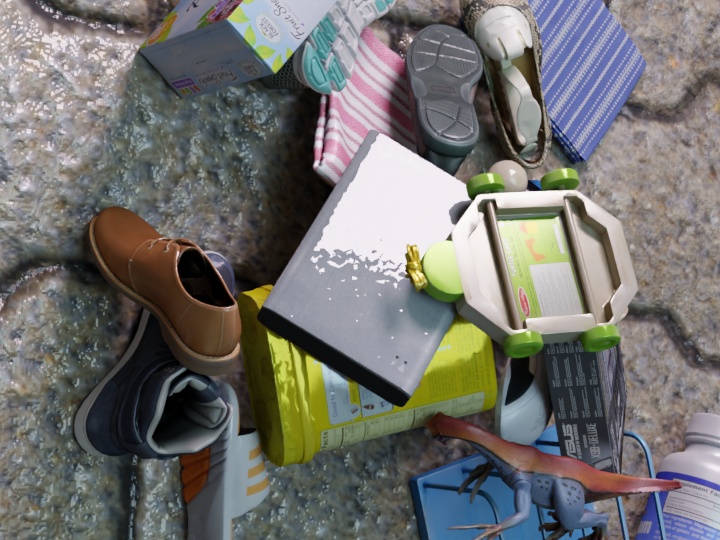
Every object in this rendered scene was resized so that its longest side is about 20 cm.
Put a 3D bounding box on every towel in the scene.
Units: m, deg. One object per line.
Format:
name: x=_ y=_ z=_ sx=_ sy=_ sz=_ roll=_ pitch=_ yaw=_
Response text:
towel: x=0.024 y=-0.123 z=1.705 sx=0.146 sy=0.030 sz=0.201 roll=34 pitch=42 yaw=-29
towel: x=0.190 y=-0.220 z=1.875 sx=0.200 sy=0.024 sz=0.145 roll=47 pitch=64 yaw=-26

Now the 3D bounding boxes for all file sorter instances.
file sorter: x=0.171 y=0.236 z=1.794 sx=0.199 sy=0.122 sz=0.140 roll=-16 pitch=99 yaw=-33

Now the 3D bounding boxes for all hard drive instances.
hard drive: x=0.021 y=-0.005 z=1.579 sx=0.139 sy=0.033 sz=0.201 roll=31 pitch=59 yaw=0

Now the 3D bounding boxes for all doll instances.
doll: x=0.185 y=-0.029 z=1.821 sx=0.048 sy=0.137 sz=0.200 roll=-31 pitch=119 yaw=16

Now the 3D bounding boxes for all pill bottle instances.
pill bottle: x=0.336 y=0.249 z=1.911 sx=0.112 sy=0.112 sz=0.201 roll=30 pitch=73 yaw=-30

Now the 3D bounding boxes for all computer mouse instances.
computer mouse: x=0.158 y=0.092 z=1.724 sx=0.200 sy=0.044 sz=0.110 roll=-70 pitch=158 yaw=-49

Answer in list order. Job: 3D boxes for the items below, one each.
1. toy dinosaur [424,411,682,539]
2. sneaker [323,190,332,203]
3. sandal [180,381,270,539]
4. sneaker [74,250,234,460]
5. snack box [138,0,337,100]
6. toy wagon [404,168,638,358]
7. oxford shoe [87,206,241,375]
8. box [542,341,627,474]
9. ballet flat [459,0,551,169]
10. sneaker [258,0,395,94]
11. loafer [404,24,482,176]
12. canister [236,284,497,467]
toy dinosaur: x=0.142 y=0.165 z=1.634 sx=0.200 sy=0.105 sz=0.182 roll=-37 pitch=122 yaw=-7
sneaker: x=0.000 y=0.000 z=1.708 sx=0.098 sy=0.071 sz=0.202 roll=26 pitch=74 yaw=-22
sandal: x=-0.112 y=0.195 z=1.638 sx=0.059 sy=0.079 sz=0.208 roll=-3 pitch=100 yaw=-34
sneaker: x=-0.137 y=0.070 z=1.577 sx=0.077 sy=0.146 sz=0.203 roll=40 pitch=67 yaw=-25
snack box: x=-0.073 y=-0.241 z=1.608 sx=0.068 sy=0.168 sz=0.200 roll=48 pitch=66 yaw=-20
toy wagon: x=0.126 y=-0.004 z=1.569 sx=0.199 sy=0.040 sz=0.156 roll=-4 pitch=66 yaw=-18
oxford shoe: x=-0.152 y=-0.003 z=1.544 sx=0.071 sy=0.200 sz=0.072 roll=-14 pitch=132 yaw=-37
box: x=0.200 y=0.077 z=1.711 sx=0.158 sy=0.049 sz=0.201 roll=-74 pitch=155 yaw=-55
ballet flat: x=0.142 y=-0.185 z=1.784 sx=0.067 sy=0.075 sz=0.201 roll=-17 pitch=115 yaw=0
sneaker: x=-0.035 y=-0.228 z=1.686 sx=0.078 sy=0.091 sz=0.200 roll=59 pitch=42 yaw=-30
loafer: x=0.068 y=-0.147 z=1.711 sx=0.071 sy=0.201 sz=0.063 roll=12 pitch=126 yaw=-6
canister: x=0.008 y=0.071 z=1.628 sx=0.199 sy=0.086 sz=0.150 roll=-12 pitch=100 yaw=-19
